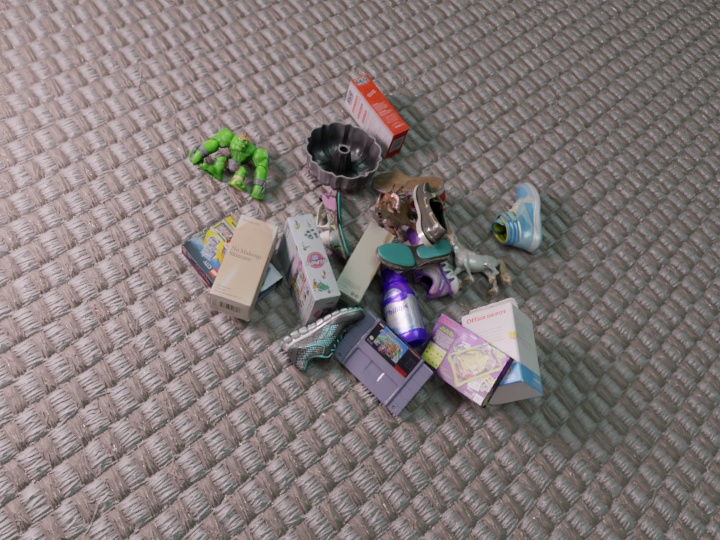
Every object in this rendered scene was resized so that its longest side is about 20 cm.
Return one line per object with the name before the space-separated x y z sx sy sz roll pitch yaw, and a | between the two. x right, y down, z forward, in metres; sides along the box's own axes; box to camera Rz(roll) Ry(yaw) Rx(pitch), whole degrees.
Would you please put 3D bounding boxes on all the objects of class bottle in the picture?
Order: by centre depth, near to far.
bottle | 0.090 0.078 1.397 0.082 0.065 0.204 -24 64 22

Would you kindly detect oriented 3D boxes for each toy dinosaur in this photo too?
toy dinosaur | 0.086 -0.155 1.458 0.084 0.137 0.201 -20 25 11

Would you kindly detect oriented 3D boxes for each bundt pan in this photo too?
bundt pan | -0.047 -0.280 1.543 0.197 0.076 0.205 6 53 -8

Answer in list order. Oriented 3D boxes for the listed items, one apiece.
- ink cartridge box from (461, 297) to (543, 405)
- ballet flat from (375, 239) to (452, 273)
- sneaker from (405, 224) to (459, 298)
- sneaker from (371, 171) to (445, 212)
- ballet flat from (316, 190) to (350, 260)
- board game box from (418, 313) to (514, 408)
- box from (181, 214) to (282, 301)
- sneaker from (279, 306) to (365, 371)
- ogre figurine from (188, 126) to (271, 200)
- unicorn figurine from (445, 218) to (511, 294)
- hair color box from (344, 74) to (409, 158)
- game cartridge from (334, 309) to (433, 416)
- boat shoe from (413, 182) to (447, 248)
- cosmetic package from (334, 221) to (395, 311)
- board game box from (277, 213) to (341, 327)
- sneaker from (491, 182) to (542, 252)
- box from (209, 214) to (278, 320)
ink cartridge box | 0.312 0.175 1.351 0.125 0.127 0.204 33 48 -45
ballet flat | 0.116 -0.026 1.388 0.196 0.076 0.069 -7 61 -23
sneaker | 0.155 -0.017 1.471 0.087 0.081 0.203 -23 71 -16
sneaker | 0.127 -0.188 1.565 0.196 0.113 0.072 11 57 27
ballet flat | -0.070 -0.104 1.466 0.069 0.070 0.204 -12 59 3
board game box | 0.220 0.191 1.314 0.199 0.032 0.122 33 95 44
box | -0.288 -0.013 1.370 0.136 0.038 0.200 -36 77 -28
sneaker | -0.070 0.148 1.310 0.197 0.078 0.093 -28 81 3
ogre figurine | -0.303 -0.266 1.472 0.197 0.098 0.122 23 76 16
unicorn figurine | 0.276 -0.019 1.512 0.197 0.074 0.140 21 49 -20
hair color box | 0.041 -0.411 1.630 0.061 0.102 0.202 -28 73 -25
game cartridge | 0.048 0.197 1.320 0.199 0.038 0.130 42 94 10
boat shoe | 0.163 -0.137 1.400 0.072 0.060 0.204 40 32 -31
cosmetic package | 0.000 0.000 1.403 0.070 0.106 0.202 29 61 1
board game box | -0.117 0.003 1.344 0.063 0.148 0.203 -11 66 -22
sneaker | 0.403 -0.151 1.603 0.127 0.080 0.204 8 60 -12
box | -0.248 -0.007 1.309 0.093 0.078 0.204 16 60 -5
